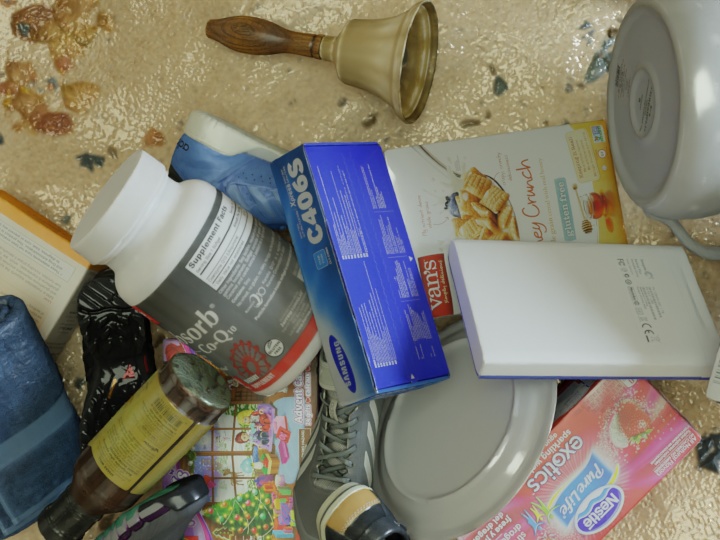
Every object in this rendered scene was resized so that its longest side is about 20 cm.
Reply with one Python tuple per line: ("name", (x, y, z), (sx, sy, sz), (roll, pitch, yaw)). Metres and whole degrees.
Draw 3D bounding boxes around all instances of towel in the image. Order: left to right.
("towel", (-0.289, 0.122, 1.207), (0.111, 0.201, 0.048), (-35, 41, -24))

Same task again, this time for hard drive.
("hard drive", (0.177, 0.030, 1.165), (0.198, 0.025, 0.133), (1, 45, -12))

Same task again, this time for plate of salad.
("plate of salad", (0.086, 0.128, 1.198), (0.048, 0.200, 0.201), (32, 90, -35))

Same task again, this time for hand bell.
("hand bell", (-0.042, -0.195, 1.266), (0.198, 0.104, 0.105), (12, 88, 17))

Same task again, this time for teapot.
("teapot", (0.291, -0.131, 1.174), (0.145, 0.200, 0.199), (-2, 72, -11))

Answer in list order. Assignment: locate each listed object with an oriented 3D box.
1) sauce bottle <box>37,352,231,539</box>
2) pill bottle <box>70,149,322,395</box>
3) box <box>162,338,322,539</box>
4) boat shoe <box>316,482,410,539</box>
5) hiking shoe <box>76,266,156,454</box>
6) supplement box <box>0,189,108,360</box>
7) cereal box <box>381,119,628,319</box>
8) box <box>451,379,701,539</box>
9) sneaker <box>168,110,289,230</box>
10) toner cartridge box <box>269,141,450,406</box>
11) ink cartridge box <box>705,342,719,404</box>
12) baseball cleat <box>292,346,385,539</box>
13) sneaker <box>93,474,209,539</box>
("sauce bottle", (-0.188, 0.150, 1.186), (0.200, 0.065, 0.065), (-44, 84, 19))
("pill bottle", (-0.122, 0.001, 1.168), (0.199, 0.116, 0.116), (37, 90, -18))
("box", (-0.100, 0.158, 1.262), (0.136, 0.039, 0.202), (-1, 86, 5))
("boat shoe", (0.015, 0.248, 1.178), (0.074, 0.201, 0.062), (-38, 51, -22))
("hiking shoe", (-0.200, 0.090, 1.255), (0.075, 0.101, 0.202), (1, 108, -3))
("supplement box", (-0.321, 0.044, 1.271), (0.126, 0.074, 0.201), (32, 90, 6))
("cereal box", (0.121, -0.041, 1.229), (0.198, 0.040, 0.145), (-10, 87, -13))
("box", (0.168, 0.167, 1.204), (0.095, 0.100, 0.200), (45, 91, -3))
("sneaker", (-0.075, -0.046, 1.257), (0.199, 0.077, 0.112), (25, 97, -3))
("toner cartridge box", (0.000, 0.000, 1.159), (0.043, 0.095, 0.202), (-24, 78, 41))
("ink cartridge box", (0.340, 0.020, 1.167), (0.043, 0.200, 0.200), (15, 87, 29))
("baseball cleat", (-0.020, 0.124, 1.196), (0.069, 0.107, 0.201), (5, 64, 20))
("sneaker", (-0.173, 0.241, 1.218), (0.200, 0.074, 0.088), (-39, 82, 39))
